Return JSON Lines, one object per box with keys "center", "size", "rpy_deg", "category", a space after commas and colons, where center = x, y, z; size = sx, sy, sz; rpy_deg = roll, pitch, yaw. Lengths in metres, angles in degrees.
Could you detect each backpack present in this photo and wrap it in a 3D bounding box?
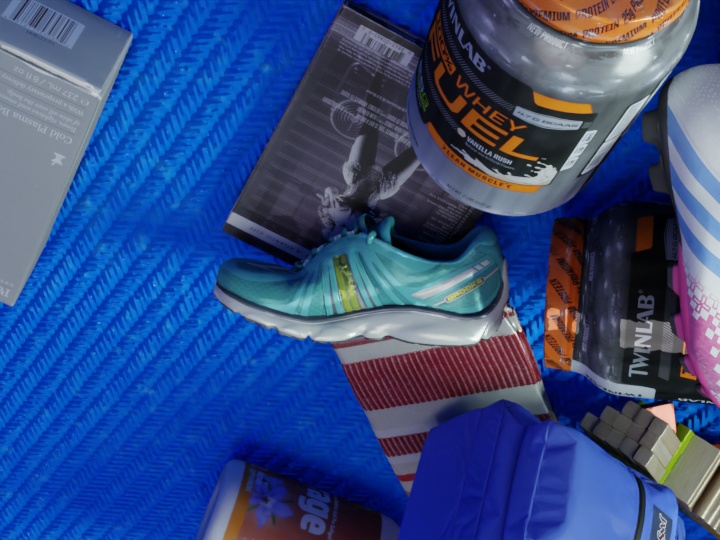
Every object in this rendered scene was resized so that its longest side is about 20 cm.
{"center": [0.144, 0.207, 0.859], "size": [0.199, 0.164, 0.167], "rpy_deg": [36, 147, -22], "category": "backpack"}

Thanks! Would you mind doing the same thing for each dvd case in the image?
{"center": [0.012, -0.065, 0.807], "size": [0.148, 0.016, 0.201], "rpy_deg": [26, 129, -10], "category": "dvd case"}

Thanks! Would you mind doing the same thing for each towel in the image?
{"center": [0.077, 0.111, 0.933], "size": [0.143, 0.023, 0.201], "rpy_deg": [-12, 124, 21], "category": "towel"}

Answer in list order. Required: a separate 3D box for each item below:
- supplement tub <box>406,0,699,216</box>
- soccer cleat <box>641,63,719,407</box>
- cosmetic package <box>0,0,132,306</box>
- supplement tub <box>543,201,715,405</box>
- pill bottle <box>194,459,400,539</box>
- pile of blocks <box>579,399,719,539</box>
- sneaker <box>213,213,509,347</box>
{"center": [0.096, -0.118, 0.631], "size": [0.121, 0.124, 0.200], "rpy_deg": [16, 159, -1], "category": "supplement tub"}
{"center": [0.204, -0.010, 0.633], "size": [0.086, 0.070, 0.202], "rpy_deg": [0, 119, 34], "category": "soccer cleat"}
{"center": [-0.235, -0.084, 0.798], "size": [0.106, 0.091, 0.201], "rpy_deg": [23, 126, -11], "category": "cosmetic package"}
{"center": [0.217, 0.021, 0.762], "size": [0.198, 0.123, 0.123], "rpy_deg": [4, 129, 12], "category": "supplement tub"}
{"center": [-0.035, 0.239, 1.001], "size": [0.198, 0.113, 0.113], "rpy_deg": [22, 130, -7], "category": "pill bottle"}
{"center": [0.243, 0.141, 0.909], "size": [0.200, 0.082, 0.062], "rpy_deg": [40, 83, -31], "category": "pile of blocks"}
{"center": [0.000, 0.000, 0.820], "size": [0.197, 0.078, 0.081], "rpy_deg": [0, 110, 5], "category": "sneaker"}
